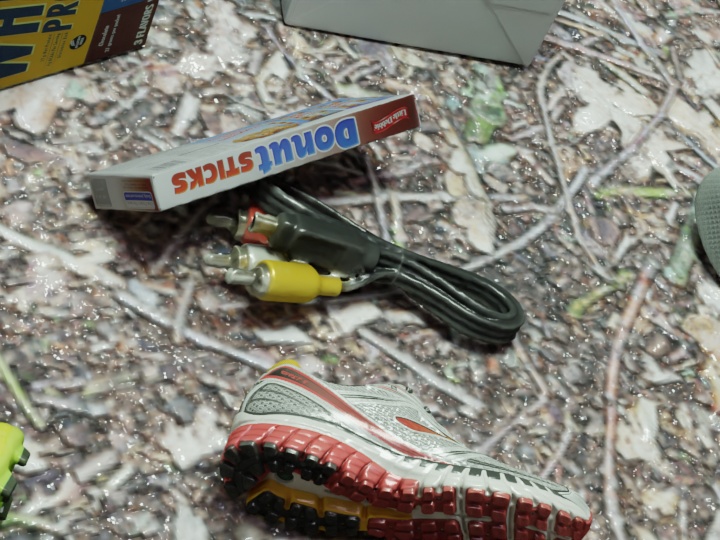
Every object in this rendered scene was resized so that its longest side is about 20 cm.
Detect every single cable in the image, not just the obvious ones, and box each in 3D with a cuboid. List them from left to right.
[{"bbox_3d":[0.000,0.000,0.925,0.198,0.051,0.098,19,27,-26],"label":"cable"}]

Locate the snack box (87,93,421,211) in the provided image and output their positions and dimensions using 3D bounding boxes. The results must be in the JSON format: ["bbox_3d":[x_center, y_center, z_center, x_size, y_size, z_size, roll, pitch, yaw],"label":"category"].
[{"bbox_3d":[-0.059,-0.072,0.925,0.199,0.071,0.025,-21,105,-37],"label":"snack box"}]

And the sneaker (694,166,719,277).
[{"bbox_3d":[0.306,0.005,1.043,0.200,0.071,0.080,44,32,11],"label":"sneaker"}]

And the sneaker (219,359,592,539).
[{"bbox_3d":[0.030,0.098,0.812,0.198,0.078,0.083,21,44,-8],"label":"sneaker"}]

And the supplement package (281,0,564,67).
[{"bbox_3d":[0.045,-0.278,1.098,0.189,0.148,0.202,7,50,-20],"label":"supplement package"}]

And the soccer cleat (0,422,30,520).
[{"bbox_3d":[-0.218,0.127,0.678,0.083,0.065,0.201,30,45,5],"label":"soccer cleat"}]

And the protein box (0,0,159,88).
[{"bbox_3d":[-0.243,-0.223,0.920,0.199,0.135,0.199,-24,65,-38],"label":"protein box"}]
